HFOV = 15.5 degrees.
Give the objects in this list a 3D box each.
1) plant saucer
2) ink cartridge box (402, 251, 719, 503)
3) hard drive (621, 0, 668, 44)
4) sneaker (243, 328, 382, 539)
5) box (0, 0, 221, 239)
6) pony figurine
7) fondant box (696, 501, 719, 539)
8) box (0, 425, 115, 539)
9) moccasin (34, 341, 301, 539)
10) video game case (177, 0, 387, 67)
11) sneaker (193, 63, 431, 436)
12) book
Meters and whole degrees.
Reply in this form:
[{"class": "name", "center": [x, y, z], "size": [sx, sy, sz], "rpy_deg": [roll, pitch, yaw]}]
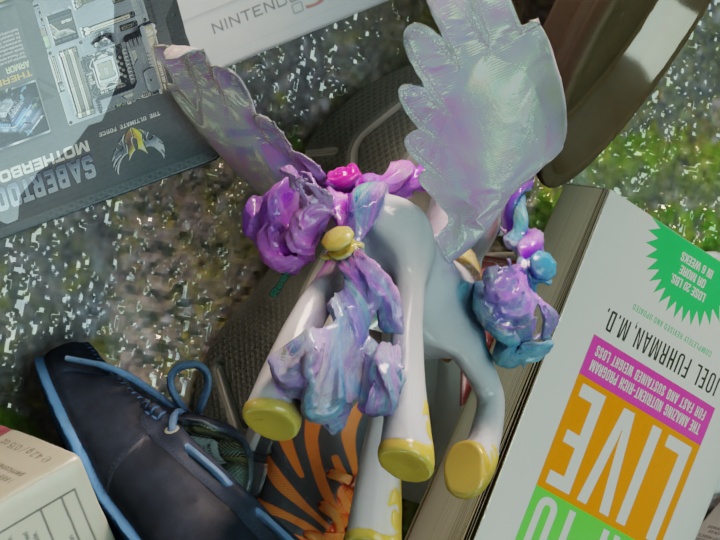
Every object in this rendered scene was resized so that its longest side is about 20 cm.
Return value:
[{"class": "plant saucer", "center": [0.126, -0.128, 1.174], "size": [0.029, 0.200, 0.200], "rpy_deg": [32, 74, 13]}, {"class": "ink cartridge box", "center": [0.115, 0.050, 1.272], "size": [0.199, 0.067, 0.117], "rpy_deg": [-3, 97, -32]}, {"class": "hard drive", "center": [0.134, -0.224, 1.274], "size": [0.139, 0.038, 0.201], "rpy_deg": [-28, 108, -27]}, {"class": "sneaker", "center": [-0.009, 0.127, 1.124], "size": [0.078, 0.112, 0.200], "rpy_deg": [31, 84, -44]}, {"class": "box", "center": [-0.171, -0.088, 1.076], "size": [0.199, 0.051, 0.158], "rpy_deg": [-22, 106, -20]}, {"class": "pony figurine", "center": [0.011, -0.009, 1.070], "size": [0.193, 0.166, 0.201], "rpy_deg": [55, 39, -45]}, {"class": "fondant box", "center": [0.177, 0.235, 1.338], "size": [0.200, 0.058, 0.144], "rpy_deg": [-46, 117, -18]}, {"class": "box", "center": [-0.194, 0.165, 1.066], "size": [0.200, 0.109, 0.128], "rpy_deg": [-29, 112, -26]}, {"class": "moccasin", "center": [-0.071, 0.093, 1.089], "size": [0.068, 0.200, 0.081], "rpy_deg": [-29, 137, -11]}, {"class": "video game case", "center": [-0.055, -0.198, 1.166], "size": [0.182, 0.024, 0.201], "rpy_deg": [-25, 107, -28]}, {"class": "sneaker", "center": [0.000, 0.000, 1.202], "size": [0.080, 0.070, 0.201], "rpy_deg": [29, 87, -36]}, {"class": "book", "center": [0.109, 0.079, 1.212], "size": [0.133, 0.048, 0.201], "rpy_deg": [29, 79, -34]}]
